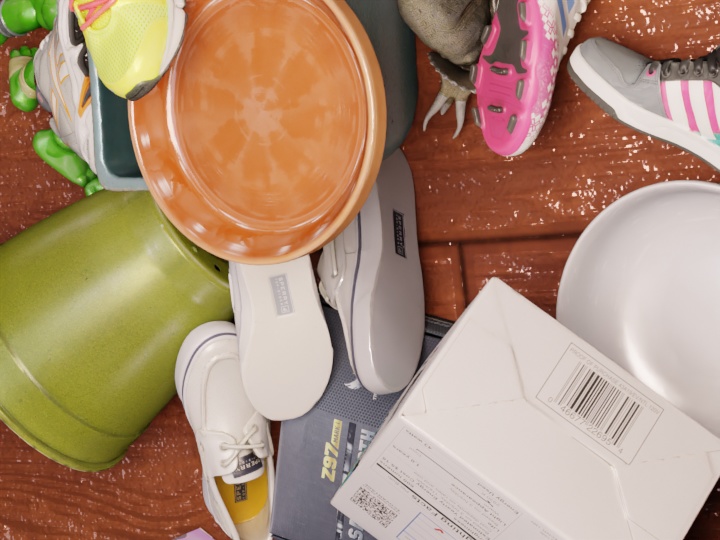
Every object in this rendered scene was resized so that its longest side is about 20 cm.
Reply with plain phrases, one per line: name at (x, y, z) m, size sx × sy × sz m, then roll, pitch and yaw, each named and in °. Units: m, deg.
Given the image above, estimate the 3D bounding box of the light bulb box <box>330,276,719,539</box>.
light bulb box at (0.108, 0.139, 1.394) m, size 0.198 × 0.125 × 0.200 m, roll 36°, pitch 154°, yaw 2°

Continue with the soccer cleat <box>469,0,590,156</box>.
soccer cleat at (0.128, -0.177, 1.426) m, size 0.070 × 0.086 × 0.201 m, roll 10°, pitch 98°, yaw 55°

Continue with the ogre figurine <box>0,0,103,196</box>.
ogre figurine at (-0.226, -0.148, 1.664) m, size 0.120 × 0.098 × 0.201 m, roll -37°, pitch 66°, yaw 44°

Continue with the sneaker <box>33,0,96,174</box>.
sneaker at (-0.211, -0.166, 1.539) m, size 0.092 × 0.076 × 0.201 m, roll 27°, pitch 130°, yaw 35°

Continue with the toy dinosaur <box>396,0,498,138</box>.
toy dinosaur at (0.062, -0.188, 1.447) m, size 0.077 × 0.200 × 0.103 m, roll 0°, pitch 60°, yaw 23°

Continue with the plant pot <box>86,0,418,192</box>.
plant pot at (-0.060, -0.165, 1.488) m, size 0.195 × 0.200 × 0.198 m, roll 1°, pitch 99°, yaw 33°

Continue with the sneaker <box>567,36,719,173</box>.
sneaker at (0.239, -0.134, 1.365) m, size 0.199 × 0.084 × 0.121 m, roll 31°, pitch 118°, yaw 17°

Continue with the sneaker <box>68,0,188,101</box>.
sneaker at (-0.178, -0.202, 1.363) m, size 0.078 × 0.090 × 0.201 m, roll -34°, pitch 62°, yaw 35°

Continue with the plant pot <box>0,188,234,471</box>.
plant pot at (-0.187, 0.019, 1.624) m, size 0.193 × 0.200 × 0.201 m, roll -39°, pitch 77°, yaw 19°

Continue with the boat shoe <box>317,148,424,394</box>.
boat shoe at (0.000, 0.000, 1.520) m, size 0.065 × 0.072 × 0.201 m, roll -18°, pitch 64°, yaw 32°

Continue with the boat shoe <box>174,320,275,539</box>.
boat shoe at (-0.095, 0.133, 1.599) m, size 0.070 × 0.071 × 0.201 m, roll -127°, pitch 28°, yaw -50°

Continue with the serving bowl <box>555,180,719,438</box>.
serving bowl at (0.234, 0.036, 1.410) m, size 0.199 × 0.066 × 0.201 m, roll 6°, pitch 101°, yaw 32°

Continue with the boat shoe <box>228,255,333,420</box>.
boat shoe at (-0.067, 0.018, 1.532) m, size 0.072 × 0.069 × 0.201 m, roll -15°, pitch 126°, yaw -3°

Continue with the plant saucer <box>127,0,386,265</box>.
plant saucer at (-0.067, -0.105, 1.364) m, size 0.199 × 0.032 × 0.202 m, roll 6°, pitch 101°, yaw 33°

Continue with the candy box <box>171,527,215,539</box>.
candy box at (-0.123, 0.341, 1.693) m, size 0.167 × 0.071 × 0.201 m, roll 34°, pitch 115°, yaw 24°

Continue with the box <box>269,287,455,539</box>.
box at (0.015, 0.127, 1.577) m, size 0.157 × 0.051 × 0.201 m, roll 16°, pitch 105°, yaw 31°
